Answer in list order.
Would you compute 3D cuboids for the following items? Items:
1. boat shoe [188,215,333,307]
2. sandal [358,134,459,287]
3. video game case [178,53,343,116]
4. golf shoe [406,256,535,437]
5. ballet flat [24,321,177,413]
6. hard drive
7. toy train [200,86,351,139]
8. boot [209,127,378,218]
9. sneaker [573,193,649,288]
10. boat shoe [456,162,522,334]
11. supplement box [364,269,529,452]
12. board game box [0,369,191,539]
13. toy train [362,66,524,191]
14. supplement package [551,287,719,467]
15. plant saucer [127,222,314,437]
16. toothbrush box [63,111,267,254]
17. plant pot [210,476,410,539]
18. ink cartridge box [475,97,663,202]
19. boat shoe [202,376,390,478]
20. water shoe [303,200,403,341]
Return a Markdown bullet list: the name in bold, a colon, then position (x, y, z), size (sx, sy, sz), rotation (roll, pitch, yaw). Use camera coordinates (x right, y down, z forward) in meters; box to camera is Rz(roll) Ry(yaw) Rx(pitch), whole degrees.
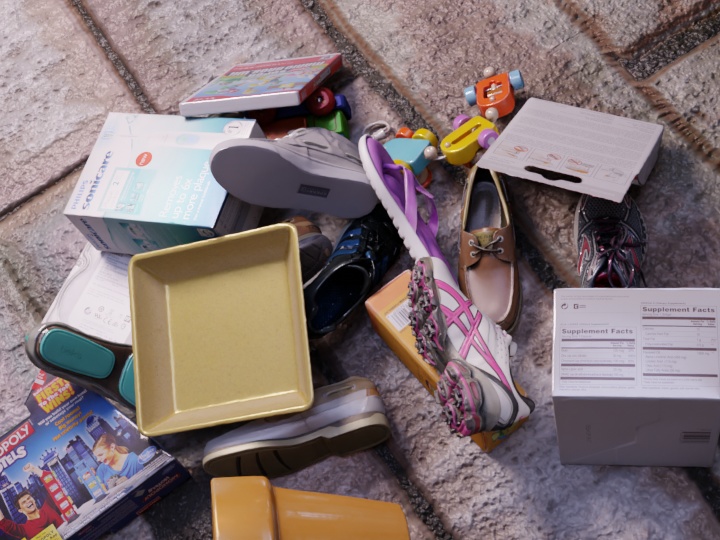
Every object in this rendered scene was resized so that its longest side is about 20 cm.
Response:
- **boat shoe**: position (-0.129, 0.005, 1.456), size (0.200, 0.076, 0.072), rotation (-27, 51, -5)
- **sandal**: position (0.064, -0.065, 1.407), size (0.050, 0.082, 0.203), rotation (-29, 86, 16)
- **video game case**: position (-0.112, -0.219, 1.511), size (0.143, 0.017, 0.200), rotation (-4, 21, 15)
- **golf shoe**: position (0.107, 0.073, 1.303), size (0.092, 0.073, 0.200), rotation (-8, 62, -21)
- **ballet flat**: position (-0.269, 0.106, 1.389), size (0.064, 0.200, 0.067), rotation (-1, 64, 61)
- **hard drive**: position (-0.272, 0.024, 1.491), size (0.140, 0.038, 0.200), rotation (20, 69, 20)
- **toy train**: position (-0.107, -0.138, 1.519), size (0.200, 0.085, 0.116), rotation (-8, 76, 8)
- **boot**: position (-0.078, -0.119, 1.408), size (0.074, 0.200, 0.096), rotation (-57, 33, 30)
- **sneaker**: position (0.270, -0.013, 1.374), size (0.080, 0.075, 0.200), rotation (-5, 62, 10)
- **boat shoe**: position (0.135, -0.026, 1.412), size (0.072, 0.068, 0.200), rotation (-8, 63, 7)
- **supplement box**: position (0.091, 0.095, 1.364), size (0.069, 0.067, 0.200), rotation (-35, 63, -10)
- **board game box**: position (-0.322, 0.200, 1.400), size (0.200, 0.062, 0.200), rotation (-36, 61, -7)
- **toy train**: position (0.104, -0.157, 1.498), size (0.200, 0.056, 0.150), rotation (-21, 35, 12)
- **supplement package**: position (0.267, 0.107, 1.243), size (0.155, 0.200, 0.111), rotation (0, 65, 11)
- **plant saucer**: position (-0.142, 0.066, 1.360), size (0.200, 0.048, 0.200), rotation (-11, 73, 17)
- **toothbrush box**: position (-0.211, -0.095, 1.456), size (0.200, 0.085, 0.147), rotation (6, 62, 26)
- **plant pot**: position (-0.047, 0.293, 1.236), size (0.183, 0.200, 0.200), rotation (-3, 62, -8)
- **ink cartridge box**: position (0.228, -0.118, 1.396), size (0.161, 0.050, 0.200), rotation (15, 36, 18)
- **boat shoe**: position (-0.071, 0.167, 1.363), size (0.200, 0.075, 0.068), rotation (-13, 56, -3)
- **water shoe**: position (0.000, 0.000, 1.406), size (0.072, 0.079, 0.200), rotation (44, 67, -18)
